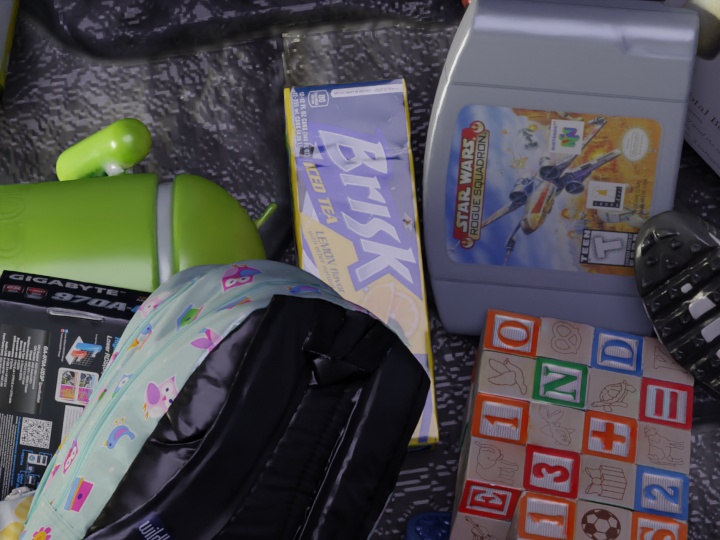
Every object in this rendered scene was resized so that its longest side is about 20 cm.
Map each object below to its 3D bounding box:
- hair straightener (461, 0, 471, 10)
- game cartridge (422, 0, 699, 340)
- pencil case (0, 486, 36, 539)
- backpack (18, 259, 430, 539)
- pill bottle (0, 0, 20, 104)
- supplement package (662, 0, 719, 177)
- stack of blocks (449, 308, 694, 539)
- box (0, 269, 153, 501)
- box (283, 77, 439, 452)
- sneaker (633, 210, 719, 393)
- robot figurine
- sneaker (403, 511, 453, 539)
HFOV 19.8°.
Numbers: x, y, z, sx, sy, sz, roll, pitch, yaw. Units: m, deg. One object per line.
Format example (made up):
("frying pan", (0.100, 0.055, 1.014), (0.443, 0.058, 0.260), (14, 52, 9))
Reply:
("hair straightener", (0.108, -0.113, 1.165), (0.077, 0.041, 0.200), (-20, 77, -9))
("game cartridge", (0.100, -0.049, 1.090), (0.133, 0.042, 0.200), (2, 121, -1))
("pencil case", (-0.236, 0.149, 0.998), (0.200, 0.083, 0.091), (0, 89, 11))
("backpack", (-0.064, 0.092, 0.932), (0.167, 0.127, 0.200), (30, 88, -35))
("pill bottle", (-0.237, -0.183, 1.128), (0.112, 0.112, 0.200), (8, 81, 0))
("supplement package", (0.259, -0.134, 1.069), (0.151, 0.200, 0.152), (-41, 84, -20))
("stack of blocks", (0.107, 0.122, 1.065), (0.115, 0.059, 0.200), (10, 50, -1))
("box", (-0.119, 0.110, 1.045), (0.159, 0.046, 0.200), (9, 108, -3))
("box", (0.000, 0.000, 1.127), (0.070, 0.064, 0.200), (-5, 82, -1))
("sneaker", (0.219, 0.033, 1.105), (0.200, 0.091, 0.066), (43, 123, -14))
("robot figurine", (-0.140, 0.009, 1.097), (0.200, 0.116, 0.176), (-4, 77, -2))
("sneaker", (0.099, 0.206, 1.096), (0.200, 0.070, 0.078), (30, 116, 19))
